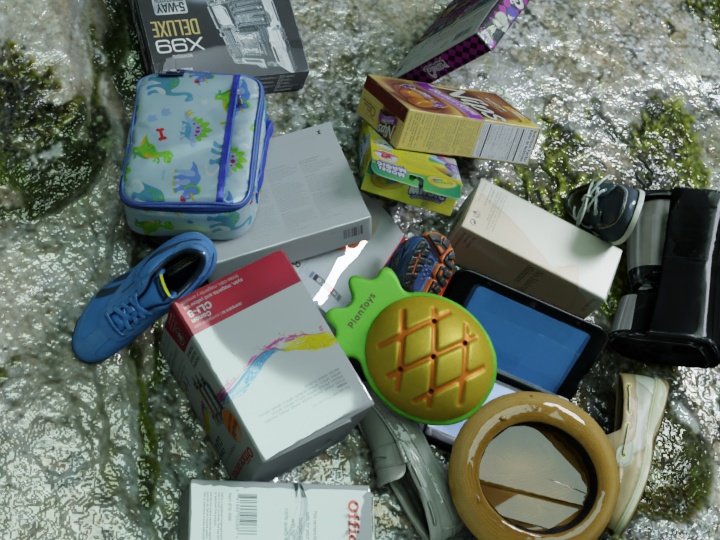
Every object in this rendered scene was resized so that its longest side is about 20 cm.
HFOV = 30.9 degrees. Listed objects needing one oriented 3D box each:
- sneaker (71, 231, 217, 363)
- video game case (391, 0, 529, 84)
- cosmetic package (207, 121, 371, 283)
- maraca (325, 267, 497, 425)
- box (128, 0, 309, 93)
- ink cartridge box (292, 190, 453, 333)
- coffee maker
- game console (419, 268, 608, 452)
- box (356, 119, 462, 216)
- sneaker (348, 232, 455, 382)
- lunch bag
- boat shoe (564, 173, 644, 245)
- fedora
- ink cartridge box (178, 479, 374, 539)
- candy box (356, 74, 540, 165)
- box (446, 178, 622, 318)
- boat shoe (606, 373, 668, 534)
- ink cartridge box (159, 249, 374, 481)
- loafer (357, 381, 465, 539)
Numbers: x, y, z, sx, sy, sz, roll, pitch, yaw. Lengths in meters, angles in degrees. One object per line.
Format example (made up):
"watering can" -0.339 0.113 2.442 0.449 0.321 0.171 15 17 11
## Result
"sneaker" -0.240 0.031 1.413 0.200 0.078 0.066 -39 100 5
"video game case" 0.142 -0.316 1.658 0.036 0.200 0.182 45 60 -16
"cosmetic package" -0.104 -0.080 1.522 0.199 0.052 0.151 -17 60 -9
"maraca" 0.057 0.084 1.430 0.199 0.107 0.137 35 80 1
"box" -0.179 -0.297 1.637 0.199 0.050 0.159 -8 69 -20
"ink cartridge box" 0.000 0.000 1.556 0.199 0.050 0.163 33 62 3
"coffee maker" 0.407 0.009 1.592 0.134 0.191 0.201 27 65 -40
"game console" 0.162 0.126 1.508 0.199 0.116 0.177 23 62 -5
"box" 0.058 -0.126 1.568 0.117 0.049 0.200 17 21 -8
"sneaker" 0.038 0.046 1.513 0.075 0.078 0.201 37 80 -24
"lunch bag" -0.185 -0.135 1.486 0.160 0.083 0.201 4 58 2
"boat shoe" 0.299 -0.080 1.604 0.062 0.200 0.075 26 96 -5
"fedora" 0.188 0.232 1.460 0.199 0.082 0.202 1 83 -11
"ink cartridge box" -0.089 0.302 1.370 0.199 0.083 0.148 5 69 -14
"candy box" 0.109 -0.187 1.614 0.199 0.057 0.117 5 26 -32
"box" 0.210 -0.022 1.603 0.199 0.095 0.078 26 63 -2
"boat shoe" 0.312 0.214 1.545 0.066 0.074 0.201 18 60 6
"ink cartridge box" -0.106 0.114 1.417 0.144 0.145 0.201 -26 75 -24
"loafer" 0.045 0.216 1.459 0.070 0.070 0.200 -32 79 -33
